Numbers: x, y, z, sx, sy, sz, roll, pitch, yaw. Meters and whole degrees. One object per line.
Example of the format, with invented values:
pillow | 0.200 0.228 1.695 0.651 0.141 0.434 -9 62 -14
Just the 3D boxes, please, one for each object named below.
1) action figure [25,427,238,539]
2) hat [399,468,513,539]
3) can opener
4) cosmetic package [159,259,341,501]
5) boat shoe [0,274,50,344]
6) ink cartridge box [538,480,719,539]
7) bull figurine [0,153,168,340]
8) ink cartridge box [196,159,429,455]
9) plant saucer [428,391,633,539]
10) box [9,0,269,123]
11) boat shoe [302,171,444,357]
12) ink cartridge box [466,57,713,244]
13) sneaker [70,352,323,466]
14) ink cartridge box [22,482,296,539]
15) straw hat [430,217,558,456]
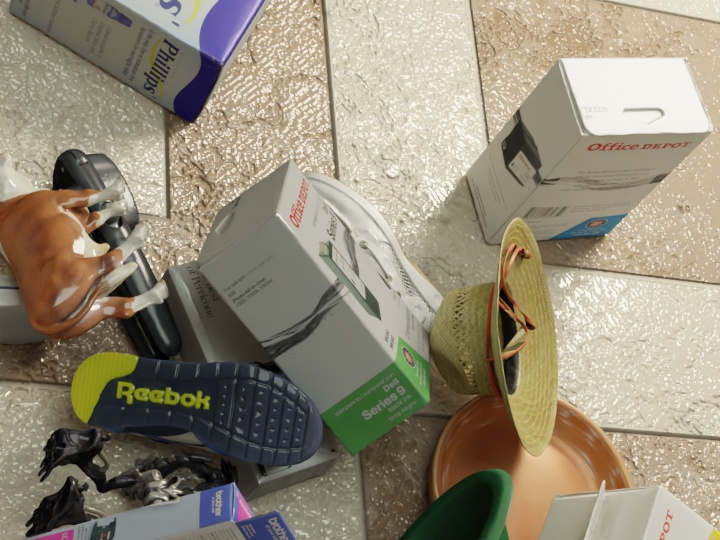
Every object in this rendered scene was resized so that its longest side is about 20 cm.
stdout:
action figure | -0.158 0.188 1.230 0.199 0.102 0.120 26 45 -34
hat | 0.111 0.287 1.282 0.176 0.200 0.166 41 21 -12
can opener | -0.201 -0.014 1.341 0.078 0.063 0.201 -19 72 -27
cosmetic package | -0.095 0.084 1.343 0.082 0.051 0.201 -15 70 -31
boat shoe | -0.318 0.015 1.272 0.198 0.072 0.066 1 62 -17
ink cartridge box | 0.226 0.267 1.297 0.200 0.125 0.129 38 59 -25
bull figurine | -0.232 -0.024 1.256 0.120 0.065 0.201 -20 49 -12
ink cartridge box | -0.033 0.027 1.308 0.200 0.084 0.146 51 15 -16
plant saucer | 0.147 0.201 1.397 0.198 0.037 0.202 11 60 -19
box | -0.184 -0.271 1.465 0.199 0.105 0.185 31 56 -6
boat shoe | 0.000 0.000 1.419 0.200 0.071 0.069 47 53 4
ink cartridge box | 0.208 -0.110 1.494 0.144 0.200 0.084 -4 65 -26
sneaker | -0.124 0.107 1.270 0.198 0.082 0.075 13 80 5
ink cartridge box | -0.130 0.215 1.153 0.198 0.120 0.042 -15 43 13
straw hat | 0.106 0.059 1.375 0.084 0.201 0.203 -5 56 20
